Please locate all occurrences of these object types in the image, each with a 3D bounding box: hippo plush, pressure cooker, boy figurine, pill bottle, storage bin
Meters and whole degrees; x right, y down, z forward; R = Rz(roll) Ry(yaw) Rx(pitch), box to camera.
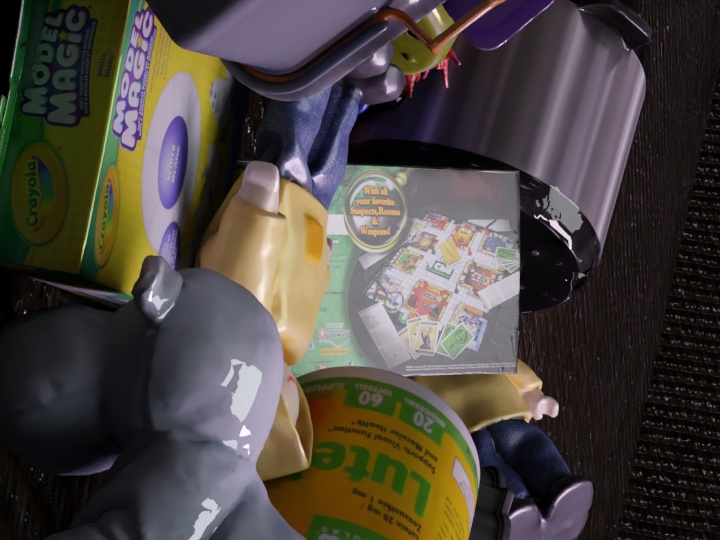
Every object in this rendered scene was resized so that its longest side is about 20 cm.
[{"bbox_3d":[-0.080,0.077,0.817,0.159,0.199,0.162,20,62,-68],"label":"hippo plush"},{"bbox_3d":[0.075,-0.097,1.304,0.179,0.175,0.201,79,28,-63],"label":"pressure cooker"},{"bbox_3d":[-0.034,-0.008,0.968,0.124,0.064,0.201,65,35,-68],"label":"boy figurine"},{"bbox_3d":[0.055,0.090,1.383,0.124,0.200,0.065,-23,141,-23],"label":"boy figurine"},{"bbox_3d":[-0.015,0.143,0.972,0.200,0.111,0.111,-73,165,-53],"label":"pill bottle"},{"bbox_3d":[-0.006,-0.151,0.853,0.146,0.200,0.134,56,16,3],"label":"storage bin"}]

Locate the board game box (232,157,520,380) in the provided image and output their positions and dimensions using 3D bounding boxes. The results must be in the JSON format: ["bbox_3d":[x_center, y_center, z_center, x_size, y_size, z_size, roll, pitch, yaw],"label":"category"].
[{"bbox_3d":[0.000,0.000,1.074,0.199,0.023,0.105,1,93,-41],"label":"board game box"}]

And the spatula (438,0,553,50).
[{"bbox_3d":[0.013,-0.182,0.933,0.056,0.200,0.021,-38,172,4],"label":"spatula"}]

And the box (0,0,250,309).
[{"bbox_3d":[-0.099,-0.048,0.904,0.200,0.048,0.118,27,73,-74],"label":"box"}]

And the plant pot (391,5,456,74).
[{"bbox_3d":[0.018,-0.203,1.031,0.193,0.200,0.201,-63,161,-18],"label":"plant pot"}]

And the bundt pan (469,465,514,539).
[{"bbox_3d":[-0.003,0.178,1.234,0.202,0.076,0.202,-54,-167,18],"label":"bundt pan"}]

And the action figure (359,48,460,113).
[{"bbox_3d":[0.023,-0.116,1.157,0.200,0.052,0.065,-56,172,24],"label":"action figure"}]
